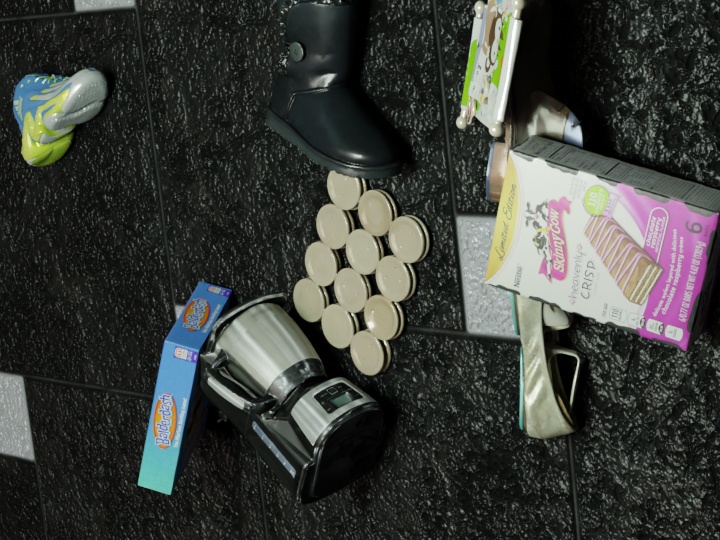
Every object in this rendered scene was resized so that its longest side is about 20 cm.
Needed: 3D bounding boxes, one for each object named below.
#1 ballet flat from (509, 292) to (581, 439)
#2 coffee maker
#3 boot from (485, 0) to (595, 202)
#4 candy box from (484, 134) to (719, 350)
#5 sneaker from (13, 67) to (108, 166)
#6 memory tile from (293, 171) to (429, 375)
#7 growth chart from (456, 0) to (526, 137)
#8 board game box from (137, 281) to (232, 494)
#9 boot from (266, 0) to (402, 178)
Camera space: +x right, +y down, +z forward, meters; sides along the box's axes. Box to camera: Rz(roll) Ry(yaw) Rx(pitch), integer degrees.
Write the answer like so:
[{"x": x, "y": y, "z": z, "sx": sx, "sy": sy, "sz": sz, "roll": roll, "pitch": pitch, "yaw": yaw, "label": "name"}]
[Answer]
[{"x": 0.181, "y": 0.065, "z": 1.700, "sx": 0.062, "sy": 0.067, "sz": 0.201, "roll": -1, "pitch": 106, "yaw": 18, "label": "ballet flat"}, {"x": -0.073, "y": 0.152, "z": 1.947, "sx": 0.200, "sy": 0.135, "sz": 0.192, "roll": 47, "pitch": 165, "yaw": 28, "label": "coffee maker"}, {"x": 0.181, "y": -0.154, "z": 1.637, "sx": 0.097, "sy": 0.075, "sz": 0.201, "roll": 13, "pitch": 105, "yaw": 19, "label": "boot"}, {"x": 0.221, "y": -0.027, "z": 1.577, "sx": 0.199, "sy": 0.061, "sz": 0.137, "roll": 19, "pitch": 116, "yaw": 22, "label": "candy box"}, {"x": -0.386, "y": -0.216, "z": 2.187, "sx": 0.200, "sy": 0.076, "sz": 0.105, "roll": -42, "pitch": 71, "yaw": 45, "label": "sneaker"}, {"x": 0.000, "y": 0.000, "z": 1.891, "sx": 0.153, "sy": 0.017, "sz": 0.200, "roll": 40, "pitch": 127, "yaw": 31, "label": "memory tile"}, {"x": 0.121, "y": -0.195, "z": 1.623, "sx": 0.200, "sy": 0.018, "sz": 0.145, "roll": -125, "pitch": 42, "yaw": -79, "label": "growth chart"}, {"x": -0.203, "y": 0.136, "z": 2.047, "sx": 0.045, "sy": 0.152, "sz": 0.201, "roll": 15, "pitch": 117, "yaw": 4, "label": "board game box"}, {"x": -0.026, "y": -0.202, "z": 1.813, "sx": 0.200, "sy": 0.076, "sz": 0.169, "roll": 35, "pitch": 128, "yaw": 42, "label": "boot"}]
